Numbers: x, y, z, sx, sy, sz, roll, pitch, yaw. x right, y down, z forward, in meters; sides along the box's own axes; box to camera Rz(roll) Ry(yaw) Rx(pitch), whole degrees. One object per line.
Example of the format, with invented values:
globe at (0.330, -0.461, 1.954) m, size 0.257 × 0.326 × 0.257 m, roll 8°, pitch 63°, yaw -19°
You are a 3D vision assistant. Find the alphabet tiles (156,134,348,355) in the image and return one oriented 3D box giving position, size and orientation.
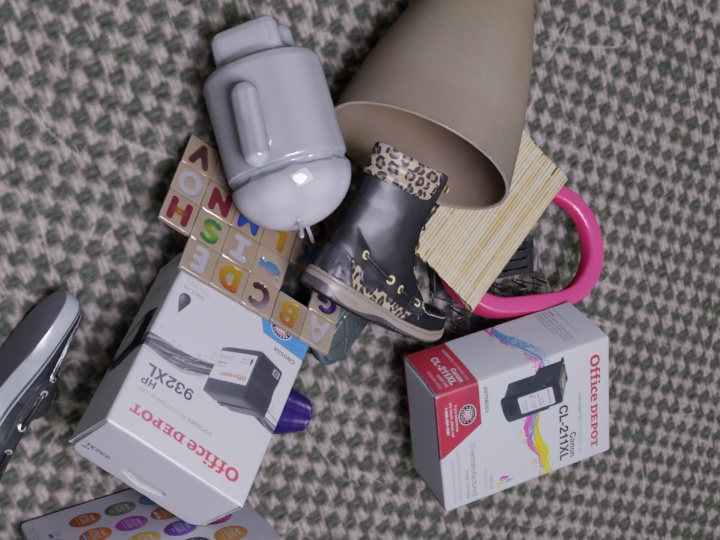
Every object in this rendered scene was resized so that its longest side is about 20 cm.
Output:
alphabet tiles at (-0.090, -0.037, 1.081) m, size 0.199 × 0.008 × 0.169 m, roll 32°, pitch 52°, yaw -22°

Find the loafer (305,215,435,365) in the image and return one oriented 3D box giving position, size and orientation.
loafer at (0.000, 0.000, 1.163) m, size 0.201 × 0.062 × 0.072 m, roll -52°, pitch 148°, yaw -19°

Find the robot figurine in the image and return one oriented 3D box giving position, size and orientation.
robot figurine at (-0.074, -0.123, 1.048) m, size 0.112 × 0.169 × 0.203 m, roll -18°, pitch 85°, yaw 18°

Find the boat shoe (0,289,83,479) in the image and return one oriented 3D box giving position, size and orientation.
boat shoe at (-0.303, 0.110, 1.028) m, size 0.056 × 0.069 × 0.201 m, roll 35°, pitch 90°, yaw -33°

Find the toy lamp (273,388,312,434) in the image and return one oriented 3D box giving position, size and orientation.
toy lamp at (-0.138, 0.120, 1.119) m, size 0.198 × 0.058 × 0.059 m, roll 17°, pitch 93°, yaw -31°

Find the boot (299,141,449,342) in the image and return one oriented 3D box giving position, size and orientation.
boot at (0.041, -0.023, 1.089) m, size 0.199 × 0.073 × 0.152 m, roll 24°, pitch 91°, yaw -47°

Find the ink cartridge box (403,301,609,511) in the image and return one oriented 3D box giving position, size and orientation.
ink cartridge box at (0.153, 0.137, 1.187) m, size 0.197 × 0.083 × 0.148 m, roll -17°, pitch 120°, yaw -17°

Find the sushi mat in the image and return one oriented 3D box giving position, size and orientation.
sushi mat at (0.136, -0.062, 1.197) m, size 0.096 × 0.012 × 0.201 m, roll 42°, pitch 65°, yaw -9°

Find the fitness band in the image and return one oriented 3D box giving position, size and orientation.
fitness band at (0.170, -0.024, 1.228) m, size 0.197 × 0.037 × 0.146 m, roll -6°, pitch 78°, yaw -24°

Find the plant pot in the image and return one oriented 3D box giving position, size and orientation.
plant pot at (0.092, -0.192, 1.118) m, size 0.186 × 0.186 × 0.202 m, roll 34°, pitch 71°, yaw -29°

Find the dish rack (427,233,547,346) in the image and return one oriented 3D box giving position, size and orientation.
dish rack at (0.145, 0.058, 1.257) m, size 0.151 × 0.054 × 0.203 m, roll -11°, pitch 105°, yaw -27°

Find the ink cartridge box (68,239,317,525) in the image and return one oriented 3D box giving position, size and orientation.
ink cartridge box at (-0.144, 0.100, 1.032) m, size 0.144 × 0.083 × 0.202 m, roll 37°, pitch 51°, yaw -19°

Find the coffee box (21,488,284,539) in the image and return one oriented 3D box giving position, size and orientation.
coffee box at (-0.180, 0.327, 1.060) m, size 0.195 × 0.199 × 0.203 m, roll -13°, pitch 107°, yaw -25°
